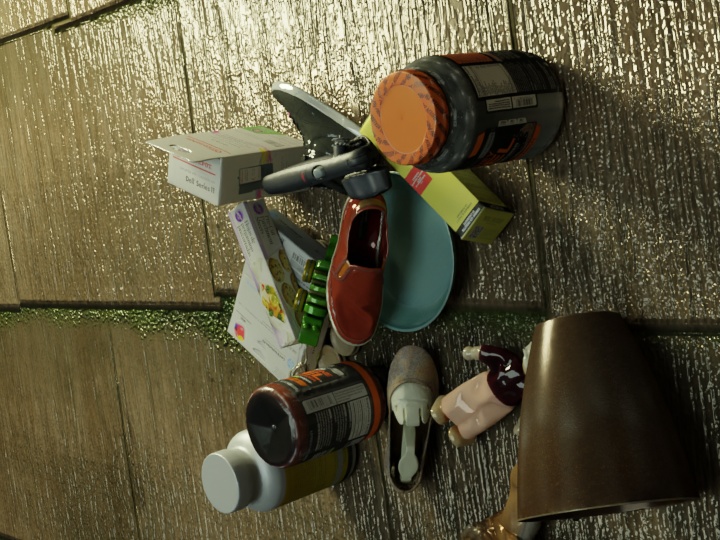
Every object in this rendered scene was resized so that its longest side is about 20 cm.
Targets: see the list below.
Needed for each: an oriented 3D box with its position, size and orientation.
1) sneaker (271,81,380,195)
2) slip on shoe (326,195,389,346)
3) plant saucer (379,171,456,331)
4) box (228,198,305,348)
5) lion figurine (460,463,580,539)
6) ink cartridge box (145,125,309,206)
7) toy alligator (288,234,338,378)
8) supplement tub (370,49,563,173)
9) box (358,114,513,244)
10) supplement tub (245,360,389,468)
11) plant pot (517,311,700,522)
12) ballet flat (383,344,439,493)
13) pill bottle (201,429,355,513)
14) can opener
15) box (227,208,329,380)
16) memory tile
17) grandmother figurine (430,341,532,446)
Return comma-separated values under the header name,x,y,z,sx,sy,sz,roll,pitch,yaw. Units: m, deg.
name,x,y,z,sx,sy,sz,roll,pitch,yaw
sneaker,-0.064,-0.167,1.578,0.200,0.071,0.099,36,98,32
slip on shoe,0.000,0.000,1.509,0.061,0.074,0.201,-119,34,-70
plant saucer,0.054,-0.026,1.532,0.199,0.036,0.201,14,110,44
box,-0.118,0.004,1.638,0.039,0.041,0.201,-31,76,44
lion figurine,0.191,0.283,1.445,0.122,0.072,0.201,42,114,48
ink cartridge box,-0.175,-0.139,1.630,0.117,0.199,0.068,25,117,41
toy alligator,-0.057,0.053,1.567,0.059,0.054,0.201,16,94,3
supplement tub,0.113,-0.170,1.310,0.122,0.199,0.123,15,110,45
box,0.087,-0.115,1.440,0.200,0.075,0.050,49,113,27
supplement tub,-0.041,0.176,1.561,0.107,0.199,0.108,13,108,44
plant pot,0.242,0.151,1.286,0.187,0.186,0.201,-24,67,47
ballet flat,0.064,0.193,1.544,0.067,0.068,0.201,-88,-1,-66
pill bottle,-0.110,0.258,1.656,0.112,0.199,0.113,14,110,44
can opener,-0.049,-0.117,1.480,0.199,0.063,0.079,-5,97,43
box,-0.105,0.041,1.693,0.156,0.041,0.201,38,124,35
memory tile,-0.056,0.070,1.689,0.154,0.017,0.200,52,132,25
grandmother figurine,0.166,0.134,1.438,0.121,0.061,0.200,46,133,-7
